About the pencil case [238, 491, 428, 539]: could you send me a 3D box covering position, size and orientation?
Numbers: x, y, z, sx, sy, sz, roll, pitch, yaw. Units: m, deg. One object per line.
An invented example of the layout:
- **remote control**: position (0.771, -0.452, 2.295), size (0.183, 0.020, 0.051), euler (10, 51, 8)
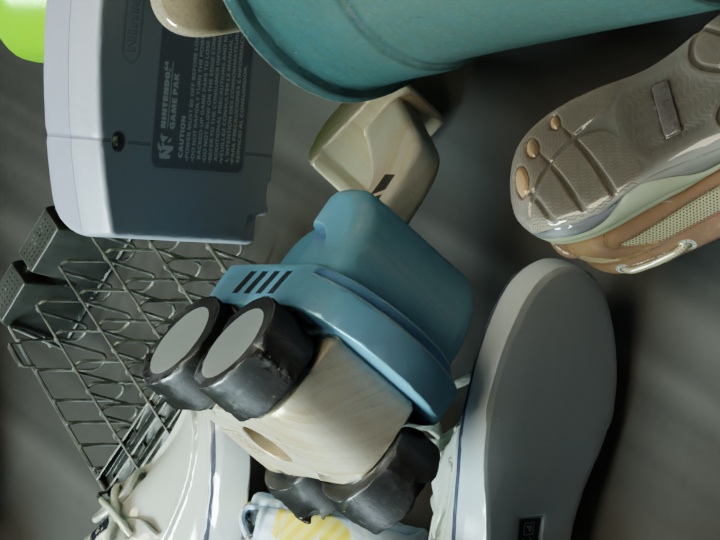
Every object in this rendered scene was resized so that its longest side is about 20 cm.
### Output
- **pencil case**: position (-0.026, 0.198, 1.234), size (0.083, 0.090, 0.202), euler (8, 89, 40)

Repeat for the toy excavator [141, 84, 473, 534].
- **toy excavator**: position (0.000, 0.000, 1.194), size (0.200, 0.100, 0.194), euler (-53, 20, -15)

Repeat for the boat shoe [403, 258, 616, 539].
- **boat shoe**: position (0.053, 0.091, 1.192), size (0.086, 0.074, 0.204), euler (16, 103, 51)

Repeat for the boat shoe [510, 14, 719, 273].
- **boat shoe**: position (0.158, -0.057, 1.105), size (0.199, 0.072, 0.076), euler (-22, 49, 23)

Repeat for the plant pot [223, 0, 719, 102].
- **plant pot**: position (0.066, -0.176, 1.152), size (0.195, 0.200, 0.202), euler (-2, 80, 39)

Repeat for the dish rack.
- **dish rack**: position (-0.105, 0.026, 1.386), size (0.154, 0.054, 0.200), euler (-56, 48, 25)

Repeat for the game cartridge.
- **game cartridge**: position (-0.083, -0.113, 1.211), size (0.040, 0.133, 0.202), euler (6, 92, 31)

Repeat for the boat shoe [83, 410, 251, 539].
- **boat shoe**: position (-0.098, 0.129, 1.301), size (0.072, 0.065, 0.201), euler (-98, 21, -45)

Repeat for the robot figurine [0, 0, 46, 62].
- **robot figurine**: position (-0.104, -0.155, 1.338), size (0.198, 0.176, 0.116), euler (5, 52, 12)

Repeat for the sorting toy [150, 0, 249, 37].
- **sorting toy**: position (-0.033, -0.203, 1.214), size (0.036, 0.199, 0.187), euler (-1, 99, 39)
